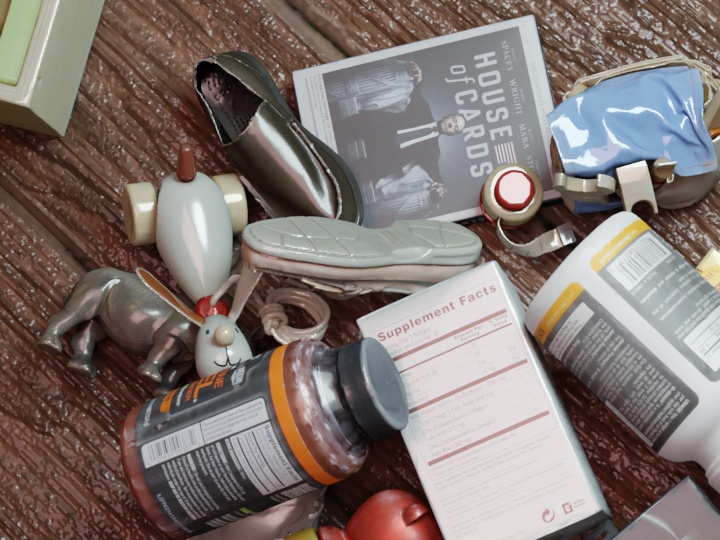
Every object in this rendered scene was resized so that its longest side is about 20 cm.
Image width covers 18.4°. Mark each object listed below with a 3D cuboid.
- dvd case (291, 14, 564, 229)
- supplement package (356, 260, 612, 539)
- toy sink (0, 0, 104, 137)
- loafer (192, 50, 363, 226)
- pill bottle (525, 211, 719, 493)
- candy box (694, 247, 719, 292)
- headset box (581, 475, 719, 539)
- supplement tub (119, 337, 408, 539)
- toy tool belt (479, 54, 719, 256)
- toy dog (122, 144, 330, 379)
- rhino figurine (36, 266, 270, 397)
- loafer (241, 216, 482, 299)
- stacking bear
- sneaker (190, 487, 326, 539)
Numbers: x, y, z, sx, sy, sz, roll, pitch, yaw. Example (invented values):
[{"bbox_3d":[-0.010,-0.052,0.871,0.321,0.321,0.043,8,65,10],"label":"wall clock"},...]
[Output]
[{"bbox_3d":[0.056,-0.106,1.748,0.199,0.025,0.151,-13,79,8],"label":"dvd case"},{"bbox_3d":[0.094,0.112,1.655,0.117,0.117,0.201,-24,76,7],"label":"supplement package"},{"bbox_3d":[-0.325,-0.202,1.786,0.199,0.112,0.131,15,83,12],"label":"toy sink"},{"bbox_3d":[-0.075,-0.091,1.729,0.073,0.071,0.200,-47,65,18],"label":"loafer"},{"bbox_3d":[0.223,0.063,1.585,0.200,0.116,0.116,44,90,11],"label":"pill bottle"},{"bbox_3d":[0.306,0.090,1.654,0.200,0.056,0.117,38,89,15],"label":"candy box"},{"bbox_3d":[0.228,0.269,1.610,0.174,0.093,0.200,-41,79,2],"label":"headset box"},{"bbox_3d":[-0.067,0.115,1.605,0.199,0.107,0.108,-23,77,18],"label":"supplement tub"},{"bbox_3d":[0.187,-0.093,1.656,0.199,0.123,0.126,-19,79,-6],"label":"toy tool belt"},{"bbox_3d":[-0.117,-0.016,1.692,0.131,0.097,0.200,-28,57,-24],"label":"toy dog"},{"bbox_3d":[-0.145,0.055,1.735,0.199,0.060,0.088,17,67,10],"label":"rhino figurine"},{"bbox_3d":[0.000,0.000,1.671,0.072,0.199,0.063,46,129,51],"label":"loafer"},{"bbox_3d":[-0.024,0.240,1.642,0.200,0.121,0.114,-36,72,0],"label":"stacking bear"},{"bbox_3d":[-0.046,0.159,1.701,0.200,0.076,0.092,-41,83,9],"label":"sneaker"}]
